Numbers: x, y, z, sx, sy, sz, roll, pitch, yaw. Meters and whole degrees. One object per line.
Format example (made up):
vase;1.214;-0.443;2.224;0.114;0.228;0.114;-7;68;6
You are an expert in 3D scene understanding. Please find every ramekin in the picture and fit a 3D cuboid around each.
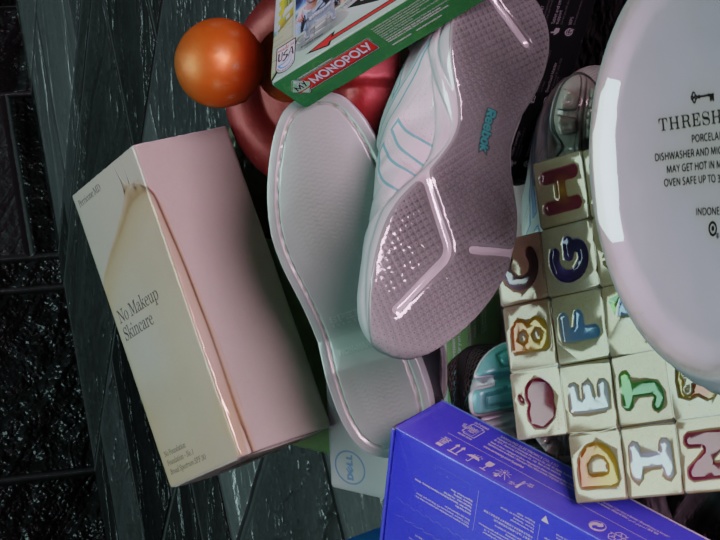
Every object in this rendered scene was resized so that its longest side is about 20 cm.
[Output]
ramekin;0.164;-0.040;0.667;0.202;0.094;0.203;175;90;-68

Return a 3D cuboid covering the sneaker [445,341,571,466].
sneaker;0.093;0.128;0.996;0.091;0.077;0.201;-156;55;-69

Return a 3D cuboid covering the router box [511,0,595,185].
router box;0.073;-0.171;0.994;0.150;0.062;0.200;-112;29;-49

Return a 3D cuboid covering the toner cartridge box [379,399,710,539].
toner cartridge box;0.099;0.150;0.894;0.200;0.043;0.095;27;125;34

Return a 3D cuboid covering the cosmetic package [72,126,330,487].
cosmetic package;-0.101;0.024;1.115;0.103;0.073;0.201;-31;78;54

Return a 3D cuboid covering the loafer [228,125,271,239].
loafer;-0.072;-0.019;1.217;0.067;0.076;0.201;134;149;-83

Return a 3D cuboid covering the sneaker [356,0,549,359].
sneaker;0.039;-0.047;0.892;0.080;0.070;0.201;-20;49;60

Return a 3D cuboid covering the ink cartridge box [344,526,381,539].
ink cartridge box;0.044;0.278;1.144;0.200;0.084;0.146;39;139;55

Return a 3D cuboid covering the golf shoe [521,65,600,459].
golf shoe;0.117;-0.005;0.927;0.097;0.078;0.201;-147;63;-77

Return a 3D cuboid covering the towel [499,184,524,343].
towel;0.092;0.027;1.073;0.200;0.032;0.191;-112;24;-43

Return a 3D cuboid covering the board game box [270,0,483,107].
board game box;0.036;-0.181;0.894;0.200;0.029;0.135;-27;48;36

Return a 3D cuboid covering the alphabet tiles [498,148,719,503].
alphabet tiles;0.138;0.019;0.816;0.200;0.006;0.167;-14;80;48

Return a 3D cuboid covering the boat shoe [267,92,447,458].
boat shoe;0.000;0.000;0.969;0.060;0.075;0.201;-38;-60;-71

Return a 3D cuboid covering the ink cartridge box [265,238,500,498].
ink cartridge box;-0.008;0.061;1.098;0.199;0.048;0.146;8;110;30

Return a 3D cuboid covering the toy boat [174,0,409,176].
toy boat;-0.044;-0.119;1.037;0.200;0.130;0.131;166;105;-70
